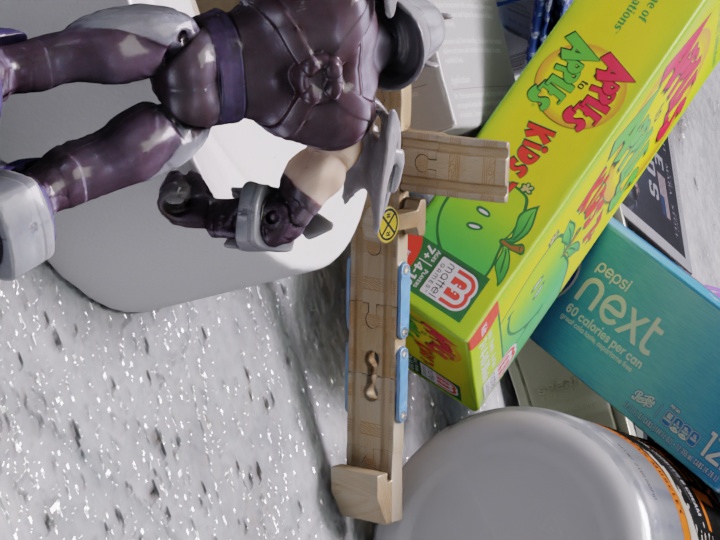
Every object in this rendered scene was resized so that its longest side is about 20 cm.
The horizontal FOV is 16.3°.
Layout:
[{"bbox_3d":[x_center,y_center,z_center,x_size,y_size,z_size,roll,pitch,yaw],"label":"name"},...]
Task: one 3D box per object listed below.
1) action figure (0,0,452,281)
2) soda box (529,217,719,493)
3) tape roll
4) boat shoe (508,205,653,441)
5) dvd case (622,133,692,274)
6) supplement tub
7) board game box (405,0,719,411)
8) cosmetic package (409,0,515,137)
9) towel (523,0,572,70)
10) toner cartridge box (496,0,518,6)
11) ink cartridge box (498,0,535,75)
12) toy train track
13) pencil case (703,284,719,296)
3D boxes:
[{"bbox_3d":[-0.057,-0.056,0.731,0.199,0.069,0.131,-17,110,-27],"label":"action figure"},{"bbox_3d":[0.122,0.025,1.109,0.200,0.064,0.068,41,8,38],"label":"soda box"},{"bbox_3d":[-0.067,-0.090,0.866,0.202,0.071,0.203,-15,90,-69],"label":"tape roll"},{"bbox_3d":[0.110,0.033,1.228,0.066,0.074,0.200,17,60,-70],"label":"boat shoe"},{"bbox_3d":[0.143,-0.090,1.452,0.200,0.025,0.151,31,49,-60],"label":"dvd case"},{"bbox_3d":[0.095,0.127,1.065,0.200,0.122,0.123,22,57,-65],"label":"supplement tub"},{"bbox_3d":[0.083,-0.046,1.051,0.200,0.048,0.102,-54,165,-13],"label":"board game box"},{"bbox_3d":[-0.004,-0.144,1.040,0.107,0.090,0.201,-7,81,-69],"label":"cosmetic package"},{"bbox_3d":[0.114,-0.172,1.179,0.200,0.024,0.145,96,16,-46],"label":"towel"},{"bbox_3d":[0.023,-0.212,1.132,0.043,0.095,0.201,25,53,-62],"label":"toner cartridge box"},{"bbox_3d":[0.049,-0.202,1.253,0.109,0.050,0.201,9,68,-67],"label":"ink cartridge box"},{"bbox_3d":[0.000,0.000,0.965,0.032,0.114,0.201,-13,107,-52],"label":"toy train track"},{"bbox_3d":[0.172,0.104,1.336,0.085,0.084,0.201,19,55,-38],"label":"pencil case"}]
